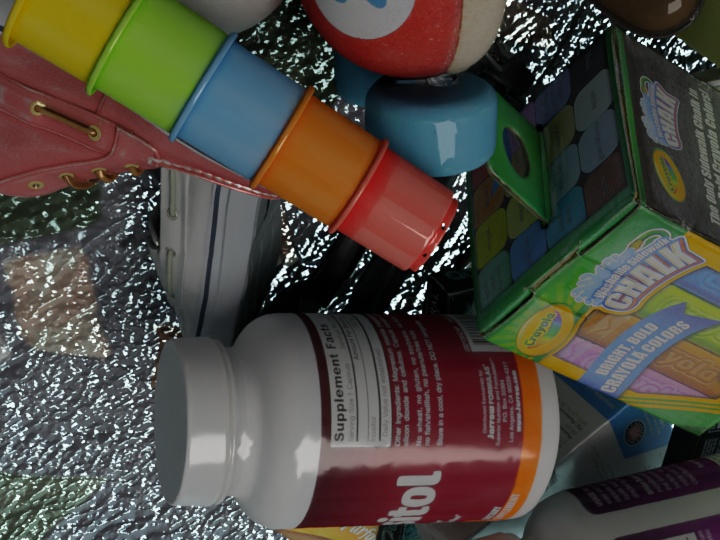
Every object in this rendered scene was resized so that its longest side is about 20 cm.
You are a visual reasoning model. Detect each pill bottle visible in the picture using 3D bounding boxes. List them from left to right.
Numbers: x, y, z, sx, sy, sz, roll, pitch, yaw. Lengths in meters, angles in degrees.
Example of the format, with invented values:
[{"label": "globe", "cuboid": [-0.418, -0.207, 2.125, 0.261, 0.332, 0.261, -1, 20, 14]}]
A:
[{"label": "pill bottle", "cuboid": [-0.005, 0.079, 0.786, 0.198, 0.113, 0.114, 1, 123, -19]}, {"label": "pill bottle", "cuboid": [0.159, 0.171, 0.827, 0.198, 0.113, 0.113, -11, 128, -11]}]

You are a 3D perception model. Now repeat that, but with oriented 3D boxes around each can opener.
[{"label": "can opener", "cuboid": [0.000, 0.000, 0.851, 0.063, 0.079, 0.201, 37, 98, 1]}, {"label": "can opener", "cuboid": [0.104, -0.063, 0.844, 0.200, 0.053, 0.067, 41, 89, -30]}]

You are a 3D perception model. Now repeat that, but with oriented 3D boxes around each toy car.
[{"label": "toy car", "cuboid": [-0.045, -0.148, 0.664, 0.198, 0.177, 0.186, -6, 116, -9]}]

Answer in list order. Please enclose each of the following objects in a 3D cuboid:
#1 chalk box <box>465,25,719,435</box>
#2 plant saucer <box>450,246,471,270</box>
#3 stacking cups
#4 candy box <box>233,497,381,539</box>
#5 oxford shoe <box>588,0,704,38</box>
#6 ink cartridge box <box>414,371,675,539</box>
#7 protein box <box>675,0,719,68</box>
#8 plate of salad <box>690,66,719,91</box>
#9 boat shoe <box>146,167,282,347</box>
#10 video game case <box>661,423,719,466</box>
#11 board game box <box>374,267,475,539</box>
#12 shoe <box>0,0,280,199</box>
[{"label": "chalk box", "cuboid": [0.133, -0.024, 0.748, 0.199, 0.125, 0.124, 25, 134, -24]}, {"label": "plant saucer", "cuboid": [0.123, 0.027, 0.960, 0.199, 0.035, 0.201, -14, 127, -19]}, {"label": "stacking cups", "cuboid": [-0.048, -0.071, 0.621, 0.199, 0.061, 0.061, 29, 110, -7]}, {"label": "candy box", "cuboid": [0.006, 0.138, 0.963, 0.115, 0.055, 0.200, -43, 132, 2]}, {"label": "oxford shoe", "cuboid": [0.099, -0.193, 0.692, 0.072, 0.084, 0.201, -32, 102, 15]}, {"label": "ink cartridge box", "cuboid": [0.099, 0.146, 0.904, 0.200, 0.068, 0.116, -37, 133, -11]}, {"label": "protein box", "cuboid": [0.257, -0.189, 0.756, 0.199, 0.199, 0.136, -8, 125, -22]}, {"label": "plate of salad", "cuboid": [0.227, -0.081, 0.847, 0.199, 0.200, 0.048, -1, 82, -27]}, {"label": "boat shoe", "cuboid": [-0.082, -0.019, 0.801, 0.066, 0.074, 0.201, 22, 135, 6]}, {"label": "video game case", "cuboid": [0.266, 0.116, 0.931, 0.179, 0.026, 0.201, -5, 120, -27]}, {"label": "board game box", "cuboid": [0.085, 0.087, 0.925, 0.134, 0.028, 0.201, -7, 121, -31]}, {"label": "shoe", "cuboid": [-0.118, -0.068, 0.696, 0.199, 0.072, 0.091, 29, 117, -3]}]
